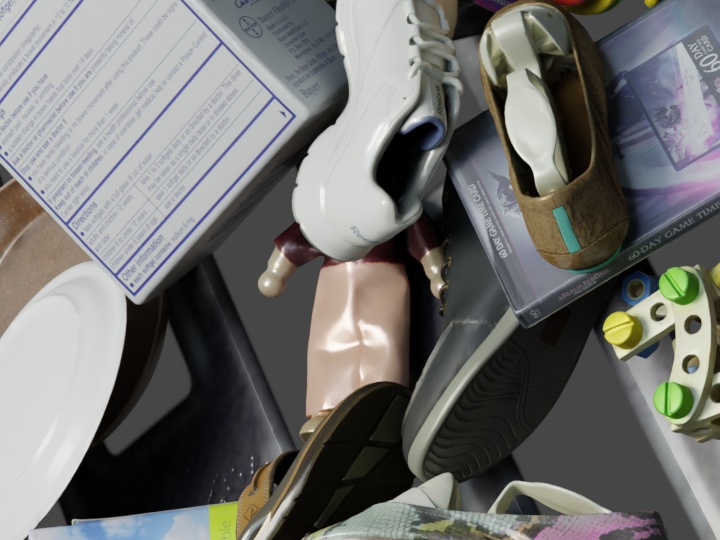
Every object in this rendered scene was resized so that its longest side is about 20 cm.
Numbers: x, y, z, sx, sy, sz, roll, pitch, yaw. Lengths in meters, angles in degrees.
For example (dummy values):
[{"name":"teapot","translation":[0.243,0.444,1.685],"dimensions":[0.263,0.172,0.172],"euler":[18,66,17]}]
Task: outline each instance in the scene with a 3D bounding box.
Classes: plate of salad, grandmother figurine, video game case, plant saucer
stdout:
[{"name":"plate of salad","translation":[-0.190,0.089,1.697],"dimensions":[0.200,0.048,0.201],"euler":[-41,33,34]},{"name":"grandmother figurine","translation":[0.000,0.000,1.624],"dimensions":[0.121,0.061,0.201],"euler":[2,74,11]},{"name":"video game case","translation":[0.147,-0.071,1.495],"dimensions":[0.200,0.019,0.143],"euler":[-31,45,8]},{"name":"plant saucer","translation":[-0.189,0.032,1.777],"dimensions":[0.200,0.034,0.201],"euler":[-11,72,36]}]

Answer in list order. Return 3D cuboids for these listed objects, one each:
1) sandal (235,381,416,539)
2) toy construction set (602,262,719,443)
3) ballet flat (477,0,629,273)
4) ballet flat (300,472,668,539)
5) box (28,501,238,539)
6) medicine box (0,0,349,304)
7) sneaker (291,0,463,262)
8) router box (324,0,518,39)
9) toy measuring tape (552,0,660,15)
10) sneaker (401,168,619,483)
[{"name":"sandal","translation":[-0.039,0.141,1.539],"dimensions":[0.055,0.082,0.200],"euler":[29,83,43]},{"name":"toy construction set","translation":[0.219,0.026,1.425],"dimensions":[0.200,0.092,0.132],"euler":[-32,59,40]},{"name":"ballet flat","translation":[0.092,-0.089,1.479],"dimensions":[0.068,0.072,0.201],"euler":[-21,48,15]},{"name":"ballet flat","translation":[0.066,0.143,1.500],"dimensions":[0.199,0.069,0.071],"euler":[3,56,13]},{"name":"box","translation":[-0.082,0.192,1.581],"dimensions":[0.199,0.048,0.122],"euler":[-8,68,8]},{"name":"medicine box","translation":[-0.125,-0.119,1.647],"dimensions":[0.200,0.103,0.182],"euler":[46,124,3]},{"name":"sneaker","translation":[0.027,-0.102,1.543],"dimensions":[0.087,0.074,0.201],"euler":[-8,68,57]},{"name":"router box","translation":[-0.002,-0.202,1.681],"dimensions":[0.199,0.051,0.150],"euler":[-11,73,36]},{"name":"toy measuring tape","translation":[0.094,-0.193,1.578],"dimensions":[0.200,0.074,0.074],"euler":[29,96,22]},{"name":"sneaker","translation":[0.068,0.017,1.559],"dimensions":[0.106,0.075,0.200],"euler":[32,88,43]}]
